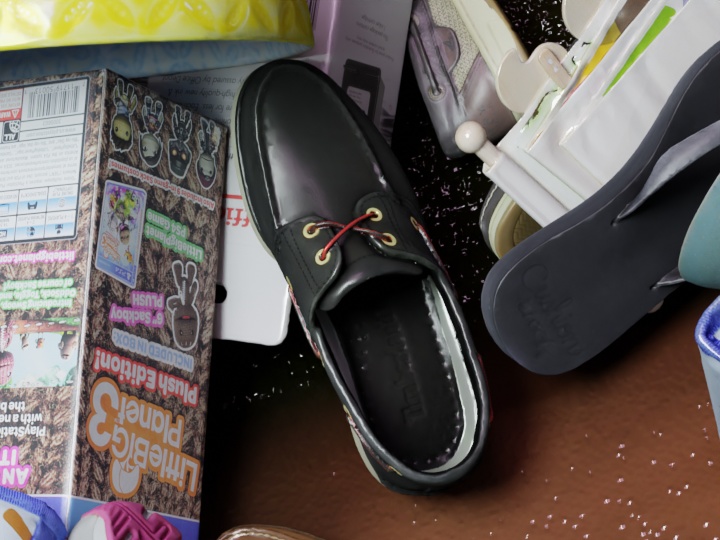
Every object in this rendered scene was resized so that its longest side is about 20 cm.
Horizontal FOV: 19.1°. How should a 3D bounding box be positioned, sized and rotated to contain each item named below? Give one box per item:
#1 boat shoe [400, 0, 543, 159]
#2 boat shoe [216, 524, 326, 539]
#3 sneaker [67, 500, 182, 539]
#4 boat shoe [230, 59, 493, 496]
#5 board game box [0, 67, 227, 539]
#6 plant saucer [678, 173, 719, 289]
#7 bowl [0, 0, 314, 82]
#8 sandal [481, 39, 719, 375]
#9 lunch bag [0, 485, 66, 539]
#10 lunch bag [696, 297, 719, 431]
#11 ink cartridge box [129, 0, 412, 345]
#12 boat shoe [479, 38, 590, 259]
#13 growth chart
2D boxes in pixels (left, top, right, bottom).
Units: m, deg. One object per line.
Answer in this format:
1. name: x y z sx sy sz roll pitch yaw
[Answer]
1. boat shoe: 0.021 -0.136 1.051 0.066 0.072 0.202 -30 57 -5
2. boat shoe: 0.002 0.155 0.875 0.199 0.068 0.072 28 74 34
3. sneaker: -0.091 0.194 0.846 0.087 0.081 0.202 -14 85 23
4. boat shoe: 0.003 -0.001 0.917 0.073 0.063 0.203 -21 85 -11
5. board game box: -0.154 0.026 0.951 0.158 0.097 0.202 -3 76 31
6. plant saucer: 0.207 -0.063 0.859 0.200 0.200 0.027 -44 72 -9
7. bowl: -0.120 -0.139 0.894 0.198 0.200 0.109 -3 92 20
8. sandal: 0.141 -0.028 0.915 0.200 0.076 0.043 -45 19 -4
9. lunch bag: -0.222 0.159 0.812 0.198 0.124 0.171 1 52 15
10. lunch bag: 0.232 0.007 0.804 0.123 0.170 0.200 34 77 22
11. ink cartridge box: -0.049 -0.066 1.006 0.115 0.067 0.202 6 85 32
12. boat shoe: 0.122 -0.081 0.983 0.200 0.073 0.065 -46 39 -9
13. growth chart: 0.147 -0.083 0.938 0.200 0.145 0.018 -44 18 -7
